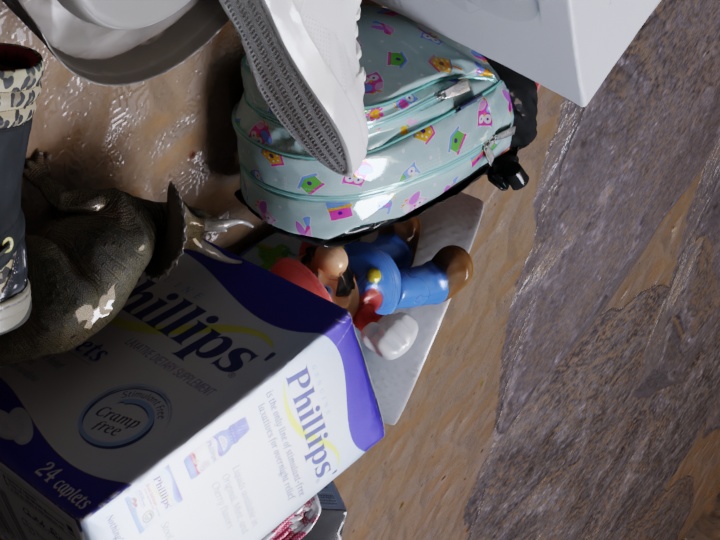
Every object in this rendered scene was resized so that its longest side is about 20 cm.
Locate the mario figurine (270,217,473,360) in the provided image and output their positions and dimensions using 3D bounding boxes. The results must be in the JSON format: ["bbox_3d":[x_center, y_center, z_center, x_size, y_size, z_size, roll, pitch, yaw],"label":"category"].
[{"bbox_3d":[0.000,0.000,1.060,0.200,0.123,0.106,-24,108,-51],"label":"mario figurine"}]

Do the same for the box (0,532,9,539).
[{"bbox_3d":[-0.272,0.256,1.061,0.119,0.041,0.200,-29,145,-47],"label":"box"}]

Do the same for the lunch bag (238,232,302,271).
[{"bbox_3d":[-0.081,0.078,1.166,0.161,0.082,0.200,-37,150,-45],"label":"lunch bag"}]

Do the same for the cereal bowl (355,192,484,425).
[{"bbox_3d":[0.026,0.019,1.255,0.200,0.083,0.200,-157,-90,-89],"label":"cereal bowl"}]

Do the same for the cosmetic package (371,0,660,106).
[{"bbox_3d":[0.077,-0.234,0.942,0.123,0.200,0.199,-54,156,-15],"label":"cosmetic package"}]

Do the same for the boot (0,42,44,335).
[{"bbox_3d":[-0.239,-0.030,0.750,0.204,0.073,0.154,-16,125,-49],"label":"boot"}]

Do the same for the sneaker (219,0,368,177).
[{"bbox_3d":[-0.010,-0.148,0.876,0.116,0.074,0.200,-48,147,-18],"label":"sneaker"}]

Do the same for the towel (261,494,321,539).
[{"bbox_3d":[-0.105,0.206,0.982,0.200,0.030,0.146,-38,-179,-6],"label":"towel"}]

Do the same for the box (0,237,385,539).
[{"bbox_3d":[-0.123,0.085,0.921,0.200,0.184,0.105,-37,131,-28],"label":"box"}]

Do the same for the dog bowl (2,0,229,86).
[{"bbox_3d":[-0.113,-0.197,0.795,0.200,0.059,0.200,-44,153,-30],"label":"dog bowl"}]

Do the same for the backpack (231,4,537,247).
[{"bbox_3d":[0.003,-0.102,1.043,0.200,0.167,0.127,-29,128,-36],"label":"backpack"}]

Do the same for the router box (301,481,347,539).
[{"bbox_3d":[-0.122,0.224,1.113,0.200,0.052,0.157,6,107,-16],"label":"router box"}]

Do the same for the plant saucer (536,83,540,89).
[{"bbox_3d":[0.138,-0.247,1.247,0.200,0.037,0.200,-63,157,11],"label":"plant saucer"}]

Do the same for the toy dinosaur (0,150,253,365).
[{"bbox_3d":[-0.164,-0.001,0.879,0.200,0.102,0.077,-44,153,-30],"label":"toy dinosaur"}]
